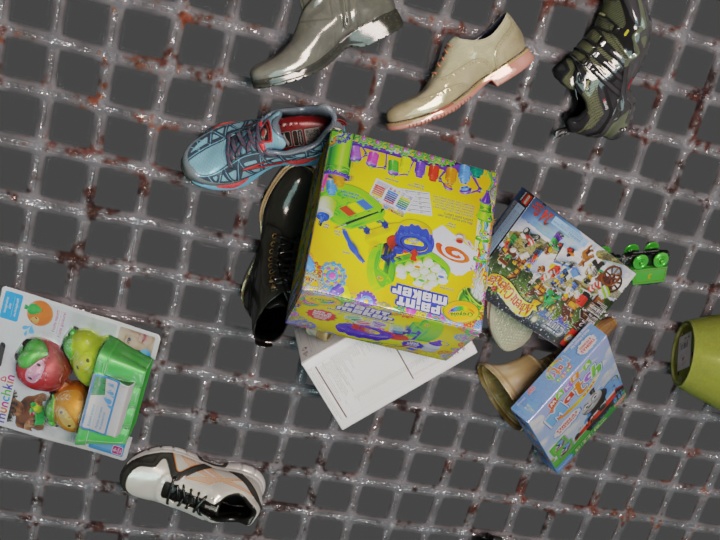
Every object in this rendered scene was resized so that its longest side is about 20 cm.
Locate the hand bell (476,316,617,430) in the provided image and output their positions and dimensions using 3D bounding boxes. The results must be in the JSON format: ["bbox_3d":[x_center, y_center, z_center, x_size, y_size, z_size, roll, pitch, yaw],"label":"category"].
[{"bbox_3d":[0.269,0.120,1.253,0.199,0.104,0.105,-32,114,-11],"label":"hand bell"}]

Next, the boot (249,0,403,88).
[{"bbox_3d":[-0.057,-0.299,1.035,0.198,0.068,0.132,-29,109,-7],"label":"boot"}]

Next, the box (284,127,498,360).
[{"bbox_3d":[0.035,-0.025,1.029,0.197,0.122,0.195,14,67,-9],"label":"box"}]

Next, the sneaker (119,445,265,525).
[{"bbox_3d":[-0.221,0.290,1.217,0.197,0.080,0.075,10,111,-13],"label":"sneaker"}]

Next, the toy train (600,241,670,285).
[{"bbox_3d":[0.321,0.000,1.230,0.197,0.042,0.057,-6,123,-8],"label":"toy train"}]

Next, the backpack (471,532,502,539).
[{"bbox_3d":[0.194,0.524,1.354,0.190,0.155,0.200,-37,116,16],"label":"backpack"}]

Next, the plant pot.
[{"bbox_3d":[0.540,0.131,1.261,0.197,0.187,0.190,10,110,2],"label":"plant pot"}]

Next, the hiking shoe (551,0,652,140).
[{"bbox_3d":[0.285,-0.255,1.103,0.099,0.076,0.203,-4,112,-13],"label":"hiking shoe"}]

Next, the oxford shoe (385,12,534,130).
[{"bbox_3d":[0.107,-0.234,1.087,0.198,0.071,0.074,-32,109,-8],"label":"oxford shoe"}]

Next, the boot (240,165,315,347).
[{"bbox_3d":[-0.087,-0.018,1.091,0.076,0.139,0.203,11,108,-14],"label":"boot"}]

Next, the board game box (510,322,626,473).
[{"bbox_3d":[0.283,0.175,1.223,0.151,0.037,0.200,-46,142,-7],"label":"board game box"}]

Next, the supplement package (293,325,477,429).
[{"bbox_3d":[0.030,0.089,1.169,0.198,0.110,0.115,-29,112,2],"label":"supplement package"}]

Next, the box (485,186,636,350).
[{"bbox_3d":[0.237,0.005,1.154,0.199,0.038,0.137,31,101,-27],"label":"box"}]

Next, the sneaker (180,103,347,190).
[{"bbox_3d":[-0.113,-0.154,1.049,0.197,0.096,0.080,-18,82,-9],"label":"sneaker"}]

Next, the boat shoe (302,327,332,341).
[{"bbox_3d":[0.000,0.000,1.125,0.201,0.076,0.072,-55,152,-3],"label":"boat shoe"}]

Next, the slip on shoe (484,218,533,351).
[{"bbox_3d":[0.183,0.016,1.198,0.073,0.061,0.202,-24,118,-8],"label":"slip on shoe"}]

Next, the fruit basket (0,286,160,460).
[{"bbox_3d":[-0.363,0.134,1.124,0.197,0.094,0.188,17,107,-13],"label":"fruit basket"}]
